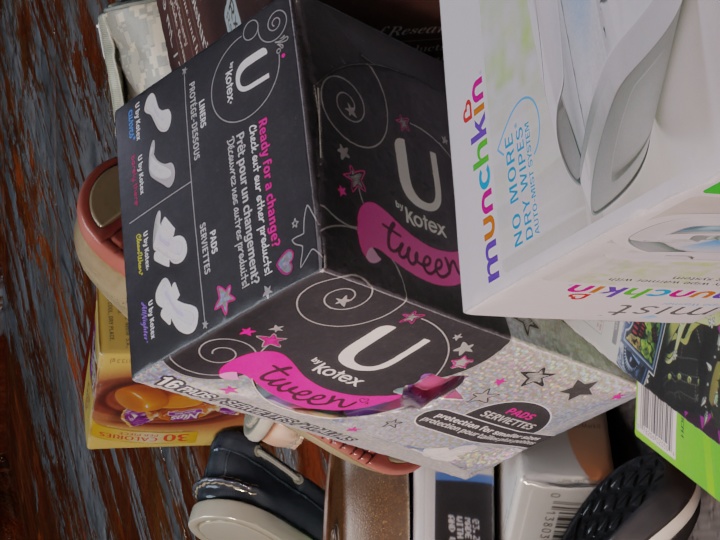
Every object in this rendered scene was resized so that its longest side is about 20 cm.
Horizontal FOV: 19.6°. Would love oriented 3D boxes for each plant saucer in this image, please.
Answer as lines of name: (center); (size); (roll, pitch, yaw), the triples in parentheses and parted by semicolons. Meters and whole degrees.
plant saucer: (0.000, 0.154, 1.032); (0.200, 0.032, 0.202); (-179, 90, -85)

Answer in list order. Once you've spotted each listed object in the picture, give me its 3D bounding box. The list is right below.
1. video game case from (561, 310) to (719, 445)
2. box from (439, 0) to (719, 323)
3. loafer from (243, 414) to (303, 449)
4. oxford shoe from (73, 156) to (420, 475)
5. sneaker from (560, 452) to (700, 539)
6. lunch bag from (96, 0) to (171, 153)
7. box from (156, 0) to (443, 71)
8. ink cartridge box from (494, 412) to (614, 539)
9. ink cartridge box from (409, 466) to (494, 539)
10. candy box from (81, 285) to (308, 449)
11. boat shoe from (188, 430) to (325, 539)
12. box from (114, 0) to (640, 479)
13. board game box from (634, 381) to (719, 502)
video game case: (0.130, -0.052, 0.737); (0.181, 0.036, 0.202); (-137, 53, -67)
box: (0.101, -0.101, 0.633); (0.176, 0.096, 0.202); (149, 121, -62)
loafer: (0.000, 0.000, 1.041); (0.072, 0.062, 0.201); (-35, 34, 64)
oxford shoe: (-0.049, 0.027, 0.967); (0.200, 0.070, 0.075); (41, 151, 5)
sneaker: (0.111, 0.165, 0.904); (0.201, 0.082, 0.072); (-63, 1, 32)
lunch bag: (-0.063, -0.074, 1.221); (0.139, 0.166, 0.202); (174, 90, -74)
box: (0.005, -0.143, 0.959); (0.200, 0.163, 0.167); (110, 150, -57)
ink cartridge box: (0.083, 0.083, 1.034); (0.201, 0.050, 0.163); (-87, 4, -46)
ink cartridge box: (0.036, 0.119, 1.051); (0.200, 0.047, 0.199); (97, 174, -62)
candy box: (-0.053, 0.050, 1.171); (0.117, 0.198, 0.057); (110, 157, -57)
boat shoe: (-0.028, 0.154, 1.235); (0.074, 0.200, 0.062); (-11, 58, 40)
box: (0.011, -0.007, 0.866); (0.114, 0.199, 0.133); (-30, 54, 36)
board game box: (0.152, 0.047, 0.764); (0.200, 0.030, 0.096); (-134, 42, -69)
